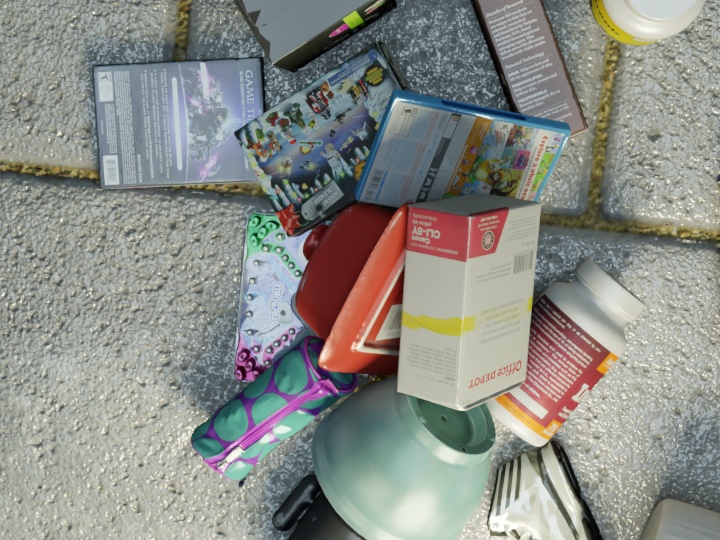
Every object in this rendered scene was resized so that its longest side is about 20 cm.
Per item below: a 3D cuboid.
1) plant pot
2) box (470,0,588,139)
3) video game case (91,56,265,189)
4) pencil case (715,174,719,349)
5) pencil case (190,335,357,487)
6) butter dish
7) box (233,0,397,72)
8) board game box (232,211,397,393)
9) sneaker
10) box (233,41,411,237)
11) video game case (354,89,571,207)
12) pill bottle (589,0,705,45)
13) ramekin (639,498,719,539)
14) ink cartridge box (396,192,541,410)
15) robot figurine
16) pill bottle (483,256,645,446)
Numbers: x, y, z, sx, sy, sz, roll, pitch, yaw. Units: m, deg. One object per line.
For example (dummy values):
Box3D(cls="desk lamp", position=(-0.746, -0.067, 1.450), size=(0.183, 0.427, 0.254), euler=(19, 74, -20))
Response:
Box3D(cls="plant pot", position=(0.065, 0.192, 1.473), size=(0.200, 0.200, 0.134), euler=(39, 123, -1))
Box3D(cls="box", position=(0.182, -0.236, 1.487), size=(0.074, 0.100, 0.201), euler=(-19, 94, 6))
Box3D(cls="video game case", position=(-0.208, -0.170, 1.561), size=(0.198, 0.019, 0.144), euler=(-2, 96, 3))
Box3D(cls="pencil case", position=(0.437, -0.010, 1.505), size=(0.089, 0.078, 0.202), euler=(-4, 97, -17))
Box3D(cls="pencil case", position=(-0.098, 0.159, 1.533), size=(0.200, 0.093, 0.085), euler=(-40, 107, 22))
Box3D(cls="butter dish", position=(0.000, 0.000, 1.477), size=(0.147, 0.200, 0.201), euler=(31, 99, 26))
Box3D(cls="box", position=(-0.054, -0.305, 1.444), size=(0.148, 0.200, 0.125), euler=(-31, 94, 7))
Box3D(cls="board game box", position=(-0.044, 0.042, 1.571), size=(0.198, 0.026, 0.202), euler=(6, 97, 3))
Box3D(cls="sneaker", position=(0.215, 0.310, 1.569), size=(0.115, 0.076, 0.202), euler=(-23, 87, 15))
Box3D(cls="box", position=(-0.027, -0.143, 1.495), size=(0.199, 0.040, 0.138), euler=(-30, 86, 19))
Box3D(cls="video game case", position=(0.108, -0.116, 1.443), size=(0.198, 0.018, 0.144), euler=(9, 131, -15))
Box3D(cls="pill bottle", position=(0.305, -0.298, 1.422), size=(0.110, 0.200, 0.112), euler=(0, 96, 3))
Box3D(cls="ramekin", position=(0.352, 0.353, 1.497), size=(0.097, 0.200, 0.202), euler=(20, 97, 8))
Box3D(cls="ink cartridge box", position=(0.113, 0.028, 1.407), size=(0.083, 0.145, 0.202), euler=(11, 104, 34))
Box3D(cls="robot figurine", position=(-0.018, 0.323, 1.554), size=(0.150, 0.125, 0.201), euler=(33, 98, -24))
Box3D(cls="pill bottle", position=(0.224, 0.089, 1.514), size=(0.113, 0.113, 0.200), euler=(39, 98, -1))
